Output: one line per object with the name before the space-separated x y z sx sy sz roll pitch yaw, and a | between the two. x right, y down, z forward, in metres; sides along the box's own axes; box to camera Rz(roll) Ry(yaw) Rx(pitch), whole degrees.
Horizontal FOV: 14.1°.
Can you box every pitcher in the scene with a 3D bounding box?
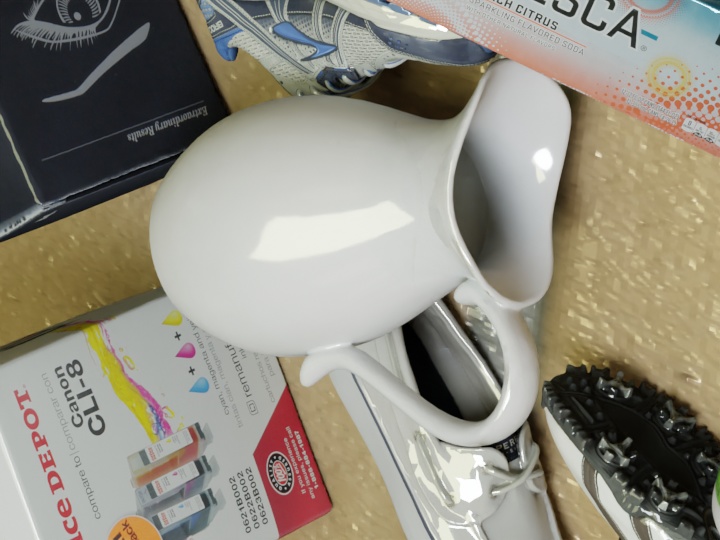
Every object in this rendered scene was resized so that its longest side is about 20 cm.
pitcher | 0.000 0.000 1.346 0.199 0.121 0.173 -8 77 39

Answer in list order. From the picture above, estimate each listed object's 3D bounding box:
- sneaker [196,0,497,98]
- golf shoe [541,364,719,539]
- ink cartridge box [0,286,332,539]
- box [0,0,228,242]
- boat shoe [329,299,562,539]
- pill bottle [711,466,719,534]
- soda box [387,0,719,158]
sneaker | -0.003 -0.119 1.389 0.200 0.077 0.086 21 129 43
golf shoe | 0.145 0.133 1.341 0.200 0.078 0.095 47 131 19
ink cartridge box | -0.148 0.103 1.501 0.144 0.200 0.146 -17 95 44
box | -0.179 -0.123 1.479 0.104 0.148 0.201 -23 90 44
boat shoe | 0.056 0.092 1.412 0.066 0.072 0.201 -44 67 47
pill bottle | 0.223 0.034 1.208 0.111 0.111 0.201 32 125 29
soda box | 0.086 -0.129 1.250 0.199 0.064 0.069 25 126 2
